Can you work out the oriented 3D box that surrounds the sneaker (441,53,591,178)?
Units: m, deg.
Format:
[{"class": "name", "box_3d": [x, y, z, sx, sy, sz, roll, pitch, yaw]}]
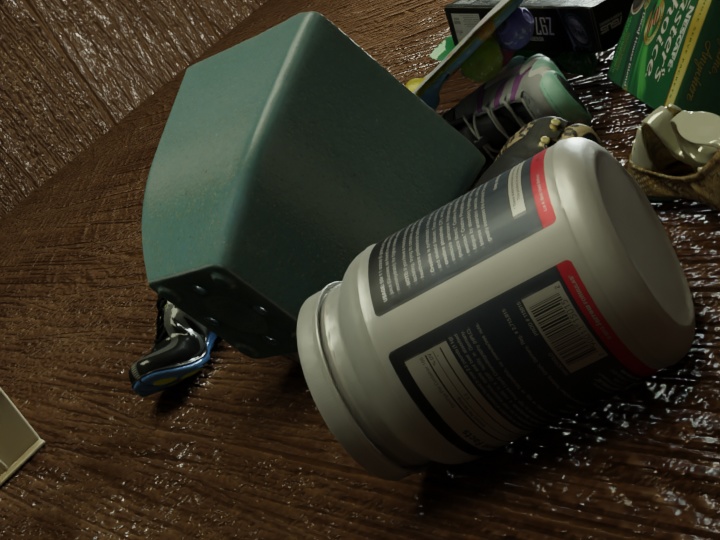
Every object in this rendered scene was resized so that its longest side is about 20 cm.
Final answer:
[{"class": "sneaker", "box_3d": [0.117, -0.118, 1.340, 0.140, 0.078, 0.200, -38, 7, 1]}]

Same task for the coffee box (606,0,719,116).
[{"class": "coffee box", "box_3d": [0.247, -0.183, 1.181, 0.200, 0.044, 0.124, -103, 31, -72]}]

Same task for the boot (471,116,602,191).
[{"class": "boot", "box_3d": [0.133, -0.056, 1.130, 0.200, 0.073, 0.151, -29, 16, 52]}]

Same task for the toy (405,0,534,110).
[{"class": "toy", "box_3d": [0.104, -0.189, 1.350, 0.200, 0.047, 0.115, -37, 9, 40]}]

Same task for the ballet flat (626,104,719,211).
[{"class": "ballet flat", "box_3d": [0.221, -0.080, 1.026, 0.070, 0.065, 0.200, -39, 16, -9]}]

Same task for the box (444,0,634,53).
[{"class": "box", "box_3d": [0.201, -0.255, 1.446, 0.160, 0.044, 0.199, -31, 26, -30]}]

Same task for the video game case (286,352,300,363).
[{"class": "video game case", "box_3d": [0.000, 0.000, 1.327, 0.200, 0.023, 0.182, -40, 17, -11]}]

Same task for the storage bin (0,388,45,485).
[{"class": "storage bin", "box_3d": [-0.445, 0.201, 1.549, 0.199, 0.094, 0.200, -45, 19, -28]}]

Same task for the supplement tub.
[{"class": "supplement tub", "box_3d": [0.078, 0.026, 0.894, 0.199, 0.141, 0.141, -28, 18, 23]}]

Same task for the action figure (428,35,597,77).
[{"class": "action figure", "box_3d": [0.164, -0.204, 1.478, 0.118, 0.055, 0.200, -23, 18, -20]}]

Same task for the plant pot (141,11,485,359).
[{"class": "plant pot", "box_3d": [-0.059, -0.046, 1.213, 0.196, 0.196, 0.201, -13, 45, 53]}]

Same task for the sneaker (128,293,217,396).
[{"class": "sneaker", "box_3d": [-0.170, 0.047, 1.435, 0.071, 0.083, 0.200, -26, 20, 32]}]
